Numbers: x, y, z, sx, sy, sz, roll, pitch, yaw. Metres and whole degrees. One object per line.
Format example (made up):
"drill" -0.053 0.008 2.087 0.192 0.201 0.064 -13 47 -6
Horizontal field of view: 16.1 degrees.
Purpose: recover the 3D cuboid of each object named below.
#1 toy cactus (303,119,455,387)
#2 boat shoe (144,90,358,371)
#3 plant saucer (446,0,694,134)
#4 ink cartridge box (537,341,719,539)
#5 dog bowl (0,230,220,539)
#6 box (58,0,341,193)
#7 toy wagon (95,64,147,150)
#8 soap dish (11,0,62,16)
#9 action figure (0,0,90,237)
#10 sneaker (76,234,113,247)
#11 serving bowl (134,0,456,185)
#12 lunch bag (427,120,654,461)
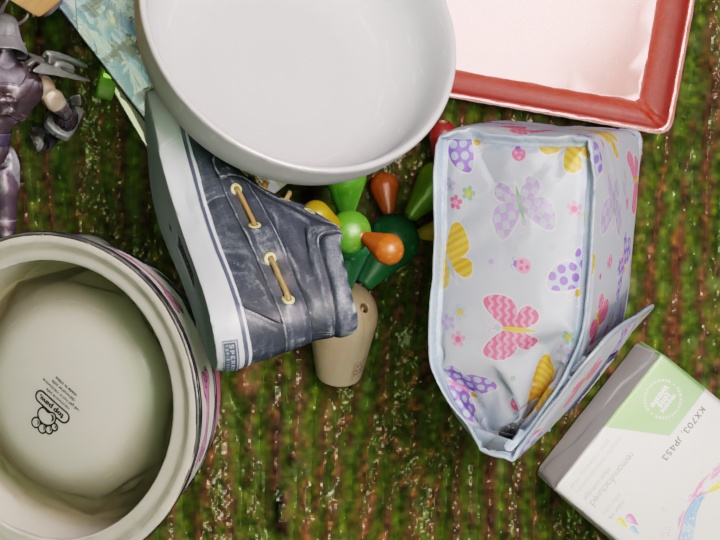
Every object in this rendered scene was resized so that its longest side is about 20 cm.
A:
"toy cactus" 0.000 0.000 1.621 0.102 0.200 0.166 20 127 22
"boat shoe" -0.068 -0.030 1.513 0.090 0.071 0.201 -11 56 -14
"plant saucer" 0.121 -0.203 1.657 0.198 0.037 0.201 9 94 -10
"ink cartridge box" 0.231 0.156 1.692 0.200 0.067 0.117 39 89 -10
"dog bowl" -0.172 0.073 1.532 0.199 0.074 0.202 2 97 20
"box" -0.090 -0.146 1.589 0.137 0.040 0.200 -37 99 -3
"toy wagon" -0.079 -0.164 1.630 0.154 0.040 0.202 14 93 -10
"soap dish" -0.186 -0.239 1.535 0.157 0.200 0.081 -41 118 -3
"action figure" -0.238 -0.071 1.592 0.129 0.069 0.202 6 102 -21
"sneaker" -0.173 0.078 1.620 0.075 0.076 0.202 1 94 -7
"serving bowl" -0.046 -0.134 1.520 0.199 0.066 0.202 10 62 -19
"lunch bag" 0.114 0.010 1.601 0.126 0.169 0.202 6 95 16
